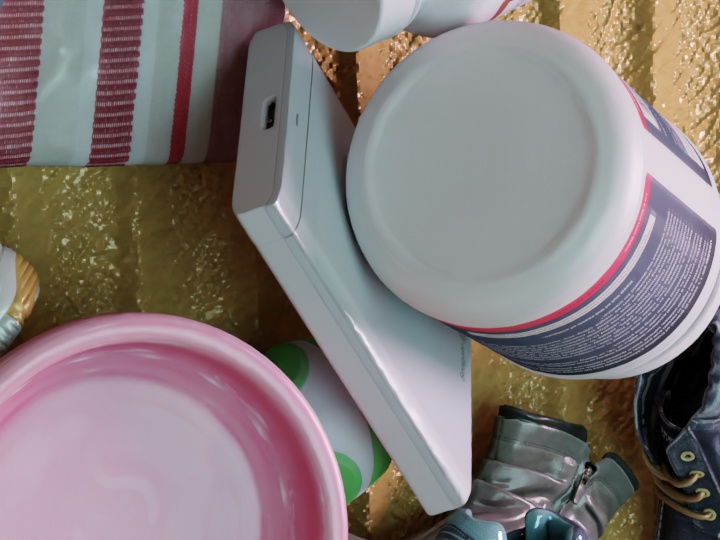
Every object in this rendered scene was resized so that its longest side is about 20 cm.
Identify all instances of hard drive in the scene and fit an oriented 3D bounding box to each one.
[{"bbox_3d":[0.000,0.000,1.361,0.027,0.132,0.200,-18,128,17],"label":"hard drive"}]

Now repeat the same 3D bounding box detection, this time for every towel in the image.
[{"bbox_3d":[-0.121,-0.118,1.318,0.200,0.023,0.145,-2,104,-34],"label":"towel"}]

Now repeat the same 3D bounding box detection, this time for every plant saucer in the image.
[{"bbox_3d":[-0.104,0.117,1.271,0.200,0.051,0.201,-1,93,-26],"label":"plant saucer"}]

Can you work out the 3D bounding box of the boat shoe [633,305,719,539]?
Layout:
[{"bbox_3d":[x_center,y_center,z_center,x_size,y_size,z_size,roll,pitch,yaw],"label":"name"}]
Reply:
[{"bbox_3d":[0.174,0.101,1.540,0.091,0.071,0.201,-3,115,-41],"label":"boat shoe"}]

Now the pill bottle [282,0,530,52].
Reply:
[{"bbox_3d":[0.056,-0.176,1.361,0.200,0.112,0.112,-28,117,-32],"label":"pill bottle"}]

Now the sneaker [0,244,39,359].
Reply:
[{"bbox_3d":[-0.223,0.062,1.275,0.088,0.076,0.200,32,92,-8],"label":"sneaker"}]

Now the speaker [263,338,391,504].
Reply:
[{"bbox_3d":[-0.084,0.099,1.362,0.200,0.088,0.089,-23,115,-28],"label":"speaker"}]

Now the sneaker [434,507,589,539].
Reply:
[{"bbox_3d":[0.104,0.166,1.449,0.200,0.077,0.087,18,87,-47],"label":"sneaker"}]

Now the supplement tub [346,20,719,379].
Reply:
[{"bbox_3d":[0.089,-0.026,1.379,0.141,0.140,0.200,-65,155,-3],"label":"supplement tub"}]

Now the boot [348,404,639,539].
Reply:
[{"bbox_3d":[0.054,0.125,1.489,0.200,0.068,0.131,26,82,-44],"label":"boot"}]

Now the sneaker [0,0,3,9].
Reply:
[{"bbox_3d":[-0.233,-0.152,1.190,0.199,0.081,0.147,11,91,-23],"label":"sneaker"}]
